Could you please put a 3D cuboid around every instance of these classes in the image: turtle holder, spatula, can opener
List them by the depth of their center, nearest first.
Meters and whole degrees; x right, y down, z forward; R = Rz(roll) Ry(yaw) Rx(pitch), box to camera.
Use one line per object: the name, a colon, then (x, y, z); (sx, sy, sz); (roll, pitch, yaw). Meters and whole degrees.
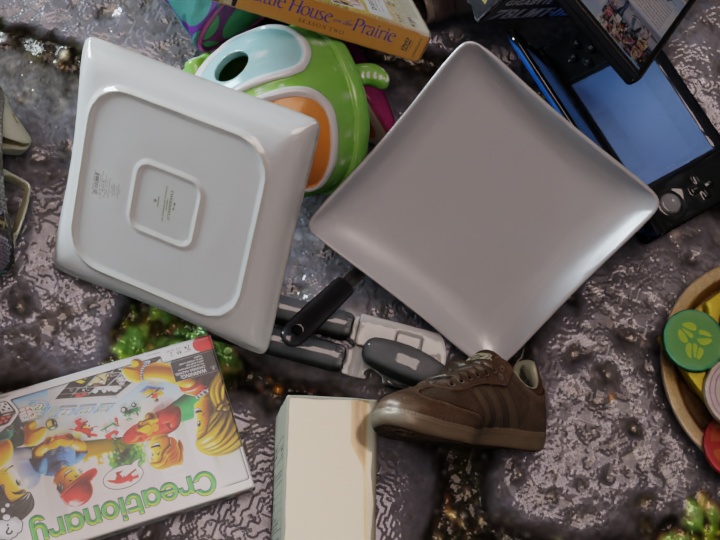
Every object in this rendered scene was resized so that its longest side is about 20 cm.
turtle holder: (-0.074, -0.139, 0.988); (0.131, 0.141, 0.186); (-13, 60, -28)
can opener: (-0.024, 0.051, 0.991); (0.199, 0.067, 0.053); (14, 73, 2)
spatula: (0.000, 0.000, 0.997); (0.057, 0.021, 0.200); (44, 55, 2)

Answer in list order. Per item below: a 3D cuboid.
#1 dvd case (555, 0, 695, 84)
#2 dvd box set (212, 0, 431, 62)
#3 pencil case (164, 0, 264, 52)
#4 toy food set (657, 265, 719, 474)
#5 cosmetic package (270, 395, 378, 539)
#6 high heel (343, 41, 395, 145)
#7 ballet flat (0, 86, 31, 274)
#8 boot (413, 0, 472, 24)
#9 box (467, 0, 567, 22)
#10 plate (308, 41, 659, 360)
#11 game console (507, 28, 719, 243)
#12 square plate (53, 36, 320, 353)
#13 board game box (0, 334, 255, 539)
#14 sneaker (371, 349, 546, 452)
dvd case: (0.223, -0.261, 1.046); (0.143, 0.018, 0.200); (48, 49, -9)
dvd box set: (-0.052, -0.236, 0.977); (0.199, 0.029, 0.147); (12, 34, -26)
pencil case: (-0.162, -0.282, 1.056); (0.085, 0.092, 0.200); (-36, 79, -18)
toy food set: (0.346, 0.085, 1.034); (0.198, 0.049, 0.200); (-34, 80, -16)
cosmetic package: (-0.029, 0.201, 0.921); (0.071, 0.105, 0.201); (4, 74, -8)
high heel: (-0.003, -0.203, 1.071); (0.096, 0.067, 0.200); (-30, 83, -24)
ballet flat: (-0.302, -0.087, 1.001); (0.072, 0.072, 0.201); (-2, 73, -8)
boot: (0.059, -0.323, 1.113); (0.146, 0.070, 0.200); (-37, 80, -14)
box: (0.143, -0.312, 1.058); (0.199, 0.050, 0.199); (-12, 74, -37)
plate: (0.094, -0.048, 0.963); (0.199, 0.032, 0.200); (38, 112, -11)
game console: (0.231, -0.135, 1.050); (0.170, 0.118, 0.201); (-28, 79, -14)
square plate: (-0.143, -0.052, 0.936); (0.197, 0.201, 0.028); (21, 26, 12)
board game box: (-0.194, 0.138, 0.953); (0.199, 0.035, 0.127); (-16, 76, -12)
sneaker: (0.076, 0.096, 0.939); (0.070, 0.200, 0.076); (-3, 78, 36)
